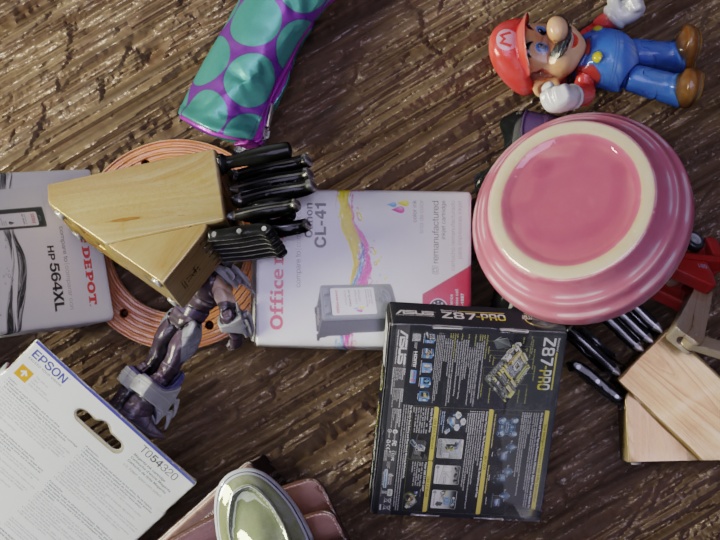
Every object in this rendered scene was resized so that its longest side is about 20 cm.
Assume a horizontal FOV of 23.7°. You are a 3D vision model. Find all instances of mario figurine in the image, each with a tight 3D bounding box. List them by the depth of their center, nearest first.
[{"bbox_3d":[0.218,-0.203,1.581,0.199,0.124,0.106,4,112,-4],"label":"mario figurine"}]

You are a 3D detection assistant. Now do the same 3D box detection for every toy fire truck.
[{"bbox_3d":[0.297,0.031,1.554,0.199,0.049,0.141,5,50,-28],"label":"toy fire truck"}]

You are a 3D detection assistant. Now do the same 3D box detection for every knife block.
[{"bbox_3d":[-0.147,-0.068,1.505,0.200,0.064,0.176,33,77,21],"label":"knife block"},{"bbox_3d":[0.288,0.090,1.588,0.199,0.064,0.176,-1,87,2],"label":"knife block"}]

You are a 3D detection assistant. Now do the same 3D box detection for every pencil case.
[{"bbox_3d":[-0.088,-0.209,1.605,0.092,0.085,0.201,26,88,19],"label":"pencil case"}]

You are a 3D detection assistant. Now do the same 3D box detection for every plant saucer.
[{"bbox_3d":[0.191,-0.053,1.512,0.200,0.051,0.201,-8,66,19],"label":"plant saucer"}]

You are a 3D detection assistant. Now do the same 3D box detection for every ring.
[{"bbox_3d":[-0.172,-0.025,1.629,0.200,0.019,0.201,0,86,2],"label":"ring"}]

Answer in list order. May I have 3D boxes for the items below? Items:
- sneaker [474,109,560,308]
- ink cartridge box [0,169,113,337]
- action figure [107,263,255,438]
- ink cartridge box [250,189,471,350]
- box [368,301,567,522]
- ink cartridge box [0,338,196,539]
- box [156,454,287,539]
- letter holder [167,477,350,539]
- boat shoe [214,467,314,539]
[{"bbox_3d":[0.142,-0.052,1.606,0.087,0.076,0.201,17,82,15],"label":"sneaker"},{"bbox_3d":[-0.333,-0.012,1.543,0.200,0.084,0.147,-7,87,-43],"label":"ink cartridge box"},{"bbox_3d":[-0.160,0.049,1.562,0.069,0.130,0.200,27,94,-39],"label":"action figure"},{"bbox_3d":[0.000,0.000,1.582,0.199,0.086,0.148,0,88,-7],"label":"ink cartridge box"},{"bbox_3d":[0.094,0.129,1.550,0.160,0.049,0.201,3,115,-3],"label":"box"},{"bbox_3d":[-0.280,0.182,1.556,0.200,0.043,0.196,-42,102,17],"label":"ink cartridge box"},{"bbox_3d":[-0.090,0.292,1.534,0.164,0.166,0.200,-41,86,-2],"label":"box"},{"bbox_3d":[-0.097,0.267,1.404,0.199,0.101,0.143,-27,84,-2],"label":"letter holder"},{"bbox_3d":[-0.060,0.246,1.325,0.072,0.062,0.201,-22,81,-1],"label":"boat shoe"}]
